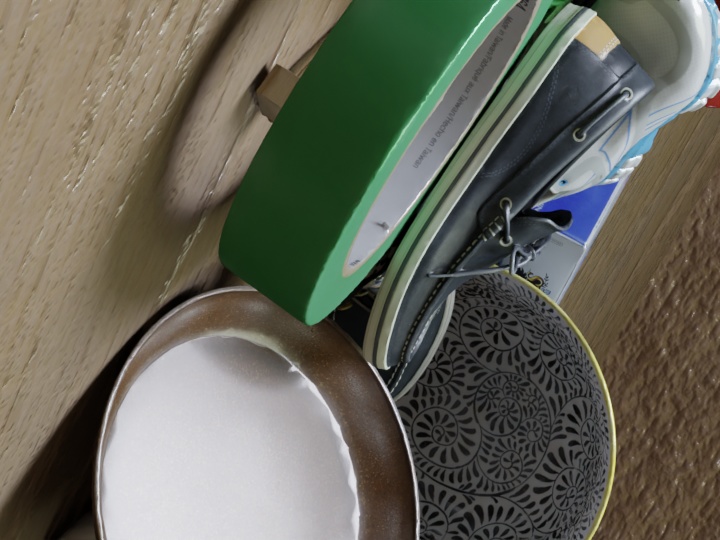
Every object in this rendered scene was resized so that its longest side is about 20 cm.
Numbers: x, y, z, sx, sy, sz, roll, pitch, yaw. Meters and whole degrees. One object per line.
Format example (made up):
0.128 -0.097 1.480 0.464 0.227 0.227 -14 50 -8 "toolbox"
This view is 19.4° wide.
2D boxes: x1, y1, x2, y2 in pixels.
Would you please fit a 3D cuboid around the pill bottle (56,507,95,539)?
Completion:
-0.069 0.135 1.086 0.200 0.112 0.113 -41 161 -54 "pill bottle"

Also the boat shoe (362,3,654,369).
0.067 -0.029 0.991 0.201 0.062 0.075 -56 176 15 "boat shoe"

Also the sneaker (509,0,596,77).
0.081 -0.095 1.190 0.201 0.077 0.085 -55 176 3 "sneaker"

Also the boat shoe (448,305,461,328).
0.025 0.029 1.301 0.075 0.068 0.201 -46 167 -51 "boat shoe"

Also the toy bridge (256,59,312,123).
0.019 -0.135 0.925 0.200 0.027 0.067 -55 170 -10 "toy bridge"

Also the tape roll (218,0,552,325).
0.017 -0.071 0.888 0.201 0.048 0.200 -54 174 -8 "tape roll"

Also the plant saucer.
-0.052 0.109 0.984 0.032 0.201 0.200 -16 -157 45 "plant saucer"

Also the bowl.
0.066 0.091 1.212 0.201 0.200 0.094 -59 159 15 "bowl"

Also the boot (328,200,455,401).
-0.001 -0.001 1.093 0.154 0.073 0.205 -34 146 -60 "boot"

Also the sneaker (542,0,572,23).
0.089 -0.152 0.991 0.084 0.074 0.200 -52 -179 -10 "sneaker"

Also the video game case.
0.129 -0.038 1.295 0.200 0.045 0.182 -57 172 -37 "video game case"

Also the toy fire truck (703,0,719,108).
0.202 -0.190 1.124 0.168 0.200 0.112 -38 171 -46 "toy fire truck"

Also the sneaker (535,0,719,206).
0.114 -0.081 1.044 0.086 0.075 0.200 -32 164 -27 "sneaker"
